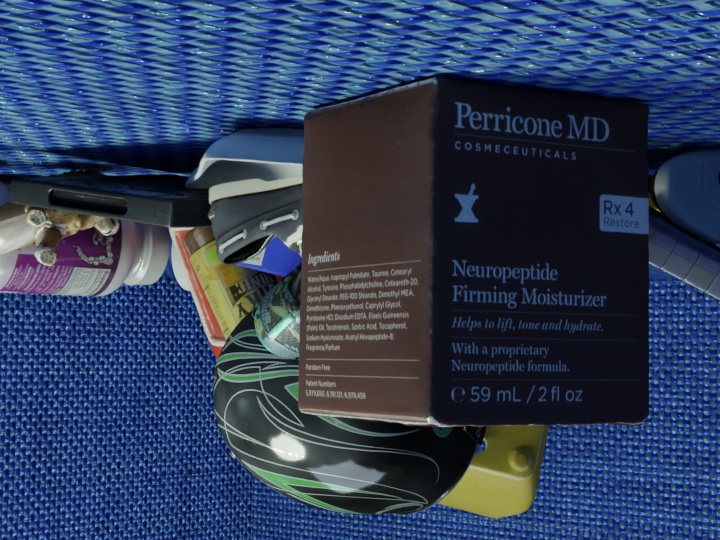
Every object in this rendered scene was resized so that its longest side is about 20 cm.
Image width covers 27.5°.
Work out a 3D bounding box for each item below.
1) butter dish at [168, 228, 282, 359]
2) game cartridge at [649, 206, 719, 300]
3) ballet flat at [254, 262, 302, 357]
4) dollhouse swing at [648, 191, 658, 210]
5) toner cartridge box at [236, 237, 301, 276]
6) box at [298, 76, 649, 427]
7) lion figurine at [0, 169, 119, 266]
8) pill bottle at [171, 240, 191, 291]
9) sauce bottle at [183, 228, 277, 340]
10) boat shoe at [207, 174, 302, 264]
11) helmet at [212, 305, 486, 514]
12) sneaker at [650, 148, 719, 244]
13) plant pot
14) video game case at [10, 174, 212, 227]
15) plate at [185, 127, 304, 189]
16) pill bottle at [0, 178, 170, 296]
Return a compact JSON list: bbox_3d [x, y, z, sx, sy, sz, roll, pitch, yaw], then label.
[{"bbox_3d":[-0.077,-0.012,1.436,0.148,0.200,0.200,-26,-167,-34],"label":"butter dish"},{"bbox_3d":[0.239,-0.025,1.159,0.129,0.038,0.200,21,-168,-19],"label":"game cartridge"},{"bbox_3d":[0.003,-0.005,1.103,0.074,0.074,0.200,-2,-147,45],"label":"ballet flat"},{"bbox_3d":[0.252,-0.002,1.385,0.175,0.182,0.200,22,-179,11],"label":"dollhouse swing"},{"bbox_3d":[0.000,0.000,1.287,0.200,0.043,0.095,15,179,-40],"label":"toner cartridge box"},{"bbox_3d":[0.069,-0.004,0.929,0.166,0.201,0.164,2,177,-30],"label":"box"},{"bbox_3d":[-0.312,-0.033,1.305,0.200,0.073,0.123,-15,-158,3],"label":"lion figurine"},{"bbox_3d":[-0.104,-0.018,1.649,0.200,0.113,0.113,0,177,21],"label":"pill bottle"},{"bbox_3d":[-0.089,0.048,1.296,0.065,0.200,0.065,-26,172,-4],"label":"sauce bottle"},{"bbox_3d":[-0.034,-0.036,1.078,0.200,0.063,0.073,-3,173,41],"label":"boat shoe"},{"bbox_3d":[-0.018,0.100,1.182,0.190,0.200,0.200,26,164,-30],"label":"helmet"},{"bbox_3d":[0.280,-0.052,1.170,0.200,0.073,0.112,2,177,-33],"label":"sneaker"},{"bbox_3d":[0.096,0.132,1.432,0.195,0.195,0.200,14,172,-9],"label":"plant pot"},{"bbox_3d":[-0.157,-0.060,1.238,0.180,0.026,0.200,9,-171,35],"label":"video game case"},{"bbox_3d":[-0.027,-0.081,1.120,0.199,0.032,0.200,3,177,-11],"label":"plate"},{"bbox_3d":[-0.295,-0.031,1.472,0.200,0.113,0.112,3,177,-39],"label":"pill bottle"}]
